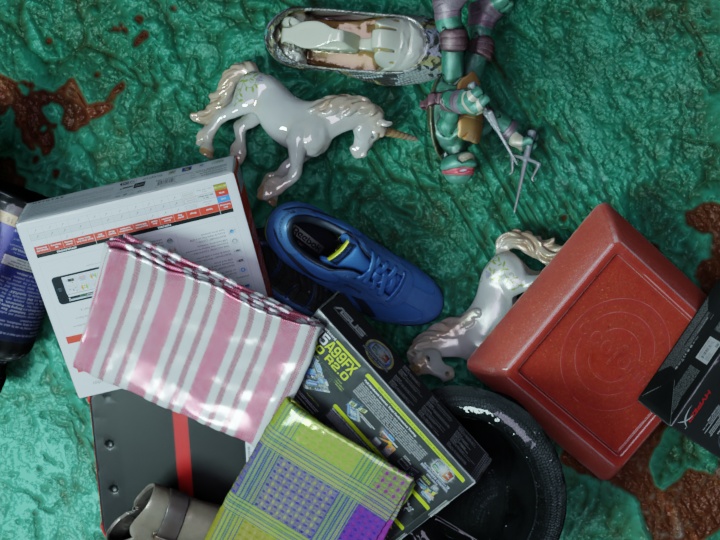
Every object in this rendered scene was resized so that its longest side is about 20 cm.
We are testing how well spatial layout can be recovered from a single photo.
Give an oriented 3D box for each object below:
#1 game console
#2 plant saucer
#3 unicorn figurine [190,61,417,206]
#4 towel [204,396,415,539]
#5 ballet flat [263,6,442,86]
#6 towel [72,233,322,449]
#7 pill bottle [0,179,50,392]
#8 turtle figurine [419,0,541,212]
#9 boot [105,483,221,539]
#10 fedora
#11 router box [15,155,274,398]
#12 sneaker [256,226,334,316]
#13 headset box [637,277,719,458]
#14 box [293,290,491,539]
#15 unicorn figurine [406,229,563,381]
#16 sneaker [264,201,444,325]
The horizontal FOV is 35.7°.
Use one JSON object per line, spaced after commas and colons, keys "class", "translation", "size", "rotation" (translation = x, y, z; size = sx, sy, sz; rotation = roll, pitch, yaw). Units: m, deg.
{"class": "game console", "translation": [-0.177, 0.187, 1.108], "size": [0.175, 0.031, 0.202], "rotation": [-1, 109, 1]}
{"class": "plant saucer", "translation": [0.234, 0.075, 1.042], "size": [0.199, 0.037, 0.200], "rotation": [39, 93, -17]}
{"class": "unicorn figurine", "translation": [-0.066, -0.134, 1.078], "size": [0.199, 0.074, 0.138], "rotation": [37, 94, 6]}
{"class": "towel", "translation": [-0.051, 0.222, 0.992], "size": [0.143, 0.023, 0.201], "rotation": [30, 114, 5]}
{"class": "ballet flat", "translation": [0.001, -0.218, 1.078], "size": [0.198, 0.072, 0.073], "rotation": [5, 92, 6]}
{"class": "towel", "translation": [-0.145, 0.067, 0.968], "size": [0.198, 0.030, 0.147], "rotation": [24, 119, 2]}
{"class": "pill bottle", "translation": [-0.362, 0.019, 1.104], "size": [0.111, 0.112, 0.202], "rotation": [23, 94, 5]}
{"class": "turtle figurine", "translation": [0.105, -0.156, 1.039], "size": [0.100, 0.149, 0.203], "rotation": [-2, 89, 22]}
{"class": "boot", "translation": [-0.142, 0.245, 1.063], "size": [0.146, 0.071, 0.200], "rotation": [37, 116, -23]}
{"class": "fedora", "translation": [0.112, 0.186, 1.035], "size": [0.199, 0.092, 0.203], "rotation": [11, 114, 24]}
{"class": "router box", "translation": [-0.187, 0.008, 1.016], "size": [0.198, 0.049, 0.181], "rotation": [-12, 114, 1]}
{"class": "sneaker", "translation": [-0.116, -0.005, 1.102], "size": [0.199, 0.079, 0.076], "rotation": [28, 53, -7]}
{"class": "headset box", "translation": [0.380, 0.117, 1.021], "size": [0.199, 0.077, 0.150], "rotation": [31, 95, -16]}
{"class": "box", "translation": [-0.007, 0.144, 0.997], "size": [0.200, 0.044, 0.160], "rotation": [47, 123, 3]}
{"class": "unicorn figurine", "translation": [0.129, 0.053, 1.078], "size": [0.136, 0.074, 0.202], "rotation": [24, 78, 6]}
{"class": "sneaker", "translation": [0.000, 0.000, 1.057], "size": [0.199, 0.078, 0.066], "rotation": [30, 86, -18]}
